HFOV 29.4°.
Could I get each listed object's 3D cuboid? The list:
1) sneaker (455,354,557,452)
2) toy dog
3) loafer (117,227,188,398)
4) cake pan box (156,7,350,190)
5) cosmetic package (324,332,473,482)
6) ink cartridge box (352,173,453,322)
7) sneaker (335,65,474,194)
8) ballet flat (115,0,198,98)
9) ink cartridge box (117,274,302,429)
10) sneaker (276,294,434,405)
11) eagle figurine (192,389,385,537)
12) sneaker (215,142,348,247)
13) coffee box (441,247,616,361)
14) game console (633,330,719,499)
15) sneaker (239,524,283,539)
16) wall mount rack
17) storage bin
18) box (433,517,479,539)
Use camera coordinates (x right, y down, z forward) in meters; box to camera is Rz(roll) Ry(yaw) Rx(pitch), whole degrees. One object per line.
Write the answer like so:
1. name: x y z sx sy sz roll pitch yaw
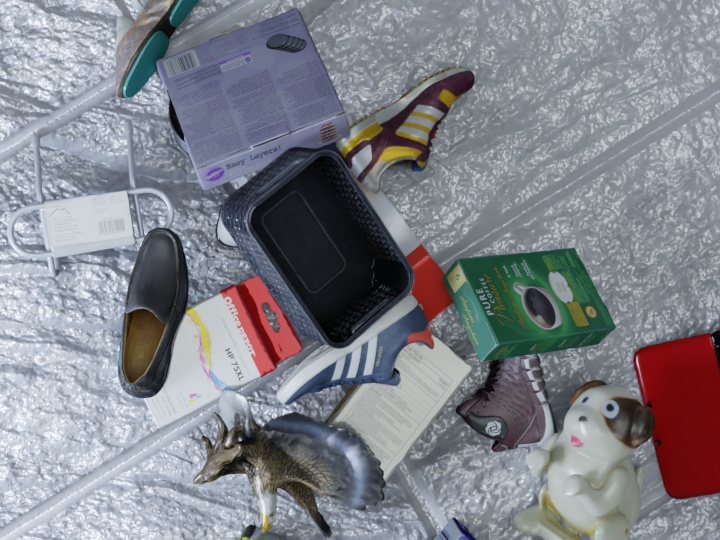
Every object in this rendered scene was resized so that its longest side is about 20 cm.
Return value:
1. sneaker: 0.166 0.133 1.700 0.114 0.076 0.202 -16 92 -2
2. toy dog: 0.291 0.237 1.654 0.192 0.139 0.202 -10 119 -27
3. loafer: -0.242 0.047 1.596 0.072 0.072 0.202 5 83 -1
4. cake pan box: -0.133 -0.205 1.634 0.198 0.053 0.185 -22 55 -6
5. cosmetic package: 0.037 0.165 1.687 0.105 0.071 0.200 40 87 -3
6. ink cartridge box: 0.000 0.000 1.660 0.162 0.050 0.200 -39 68 -3
7. sneaker: 0.070 -0.170 1.677 0.199 0.075 0.091 -33 85 -13
8. ballet flat: -0.255 -0.303 1.668 0.067 0.068 0.201 31 82 14
9. ink cartridge box: -0.179 0.094 1.667 0.199 0.067 0.117 -27 91 -4
10. sneaker: -0.001 0.114 1.604 0.199 0.075 0.085 -34 97 4
11. eagle figurine: -0.091 0.236 1.615 0.198 0.152 0.152 11 101 -28
12. sneaker: -0.112 -0.092 1.669 0.199 0.115 0.081 -42 100 -34
13. coffee box: 0.203 0.039 1.650 0.198 0.044 0.124 -7 61 -37
14. game console: 0.466 0.172 1.756 0.171 0.118 0.202 -16 93 -36
15. sneaker: -0.134 0.417 1.671 0.076 0.075 0.202 17 90 -5
16. wall mount rack: -0.326 -0.087 1.654 0.198 0.075 0.176 -8 95 -5
17. storage bin: -0.048 -0.028 1.561 0.135 0.094 0.201 -40 111 -15
18. box: 0.133 0.445 1.681 0.200 0.105 0.184 41 87 -5
